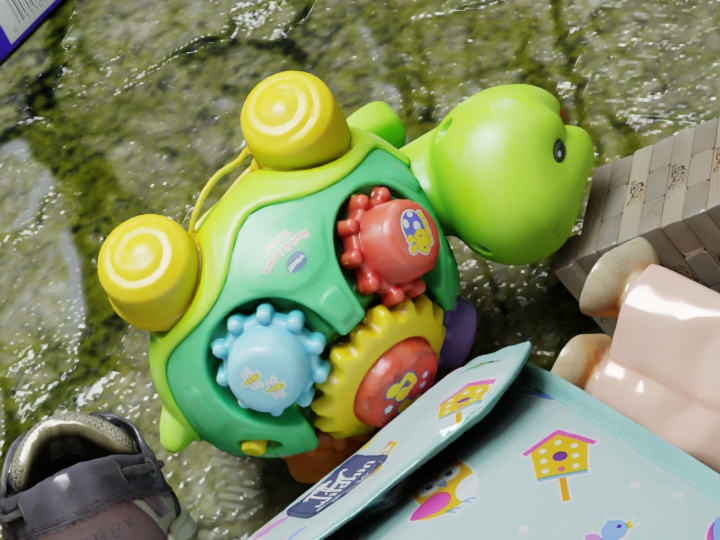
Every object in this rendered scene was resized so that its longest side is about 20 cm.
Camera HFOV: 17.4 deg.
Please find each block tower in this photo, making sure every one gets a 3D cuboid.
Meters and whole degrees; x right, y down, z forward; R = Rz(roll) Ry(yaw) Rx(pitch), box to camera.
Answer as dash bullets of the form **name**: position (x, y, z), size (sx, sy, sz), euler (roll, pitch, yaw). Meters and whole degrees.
- **block tower**: position (0.168, -0.033, 0.867), size (0.199, 0.054, 0.058), euler (-23, 33, 34)

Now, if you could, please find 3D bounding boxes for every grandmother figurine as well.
- **grandmother figurine**: position (0.164, 0.058, 0.816), size (0.199, 0.122, 0.060), euler (31, 31, 28)

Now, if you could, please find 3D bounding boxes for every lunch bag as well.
- **lunch bag**: position (0.033, 0.119, 0.789), size (0.170, 0.122, 0.200), euler (-39, 41, -12)

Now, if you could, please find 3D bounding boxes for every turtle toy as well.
- **turtle toy**: position (0.000, 0.000, 0.892), size (0.200, 0.146, 0.101), euler (-45, 61, -8)

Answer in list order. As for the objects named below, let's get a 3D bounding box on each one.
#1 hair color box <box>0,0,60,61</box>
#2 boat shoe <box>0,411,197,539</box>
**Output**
- **hair color box**: position (-0.231, -0.184, 1.217), size (0.199, 0.065, 0.109), euler (24, 63, 39)
- **boat shoe**: position (-0.100, 0.083, 0.854), size (0.071, 0.065, 0.200), euler (-17, 7, -6)
